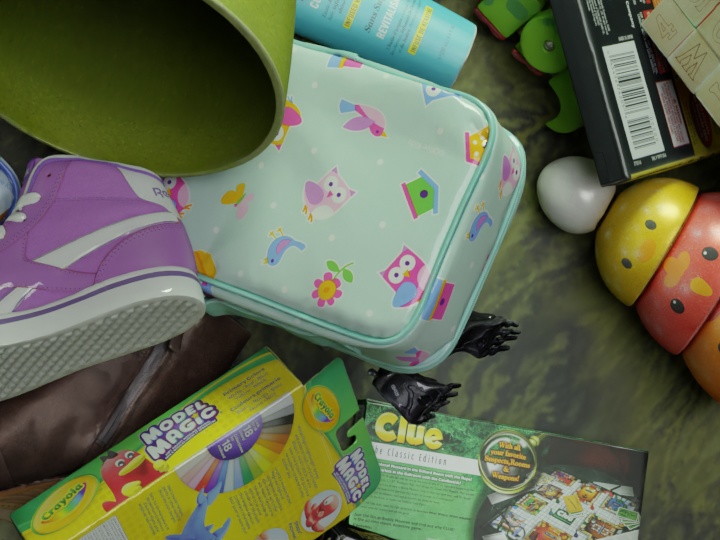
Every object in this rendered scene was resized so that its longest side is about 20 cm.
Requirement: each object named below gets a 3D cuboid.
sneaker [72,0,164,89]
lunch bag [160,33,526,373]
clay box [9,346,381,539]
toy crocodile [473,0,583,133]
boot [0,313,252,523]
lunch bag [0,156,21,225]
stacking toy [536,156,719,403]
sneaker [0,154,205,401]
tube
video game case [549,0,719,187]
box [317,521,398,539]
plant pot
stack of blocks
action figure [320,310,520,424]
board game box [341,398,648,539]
[{"bbox_3d":[-0.155,-0.151,1.005,0.198,0.075,0.080,27,77,-14],"label":"sneaker"},{"bbox_3d":[-0.019,-0.037,0.950,0.198,0.077,0.162,20,86,29],"label":"lunch bag"},{"bbox_3d":[-0.087,0.131,0.971,0.199,0.048,0.116,-33,133,-17],"label":"clay box"},{"bbox_3d":[0.096,-0.179,1.095,0.201,0.062,0.068,50,36,-6],"label":"toy crocodile"},{"bbox_3d":[-0.176,0.063,0.980,0.199,0.072,0.168,29,84,-24],"label":"boot"},{"bbox_3d":[-0.292,-0.043,0.956,0.199,0.075,0.161,36,75,-11],"label":"lunch bag"},{"bbox_3d":[0.199,-0.008,1.095,0.198,0.146,0.147,28,78,5],"label":"stacking toy"},{"bbox_3d":[-0.191,0.003,0.923,0.198,0.073,0.115,-16,66,-9],"label":"sneaker"},{"bbox_3d":[-0.026,-0.173,1.065,0.198,0.050,0.078,25,72,-9],"label":"tube"},{"bbox_3d":[0.188,-0.167,1.099,0.180,0.025,0.202,-17,91,-44],"label":"video game case"},{"bbox_3d":[0.045,0.257,1.039,0.198,0.046,0.161,20,91,-15],"label":"box"},{"bbox_3d":[-0.106,-0.186,0.912,0.185,0.187,0.202,23,60,-14],"label":"plant pot"},{"bbox_3d":[0.276,-0.100,1.052,0.114,0.059,0.201,-14,64,-46],"label":"stack of blocks"},{"bbox_3d":[0.000,0.000,1.029,0.119,0.102,0.200,-50,59,13],"label":"action figure"},{"bbox_3d":[0.085,0.149,1.084,0.198,0.023,0.106,12,85,-17],"label":"board game box"}]
